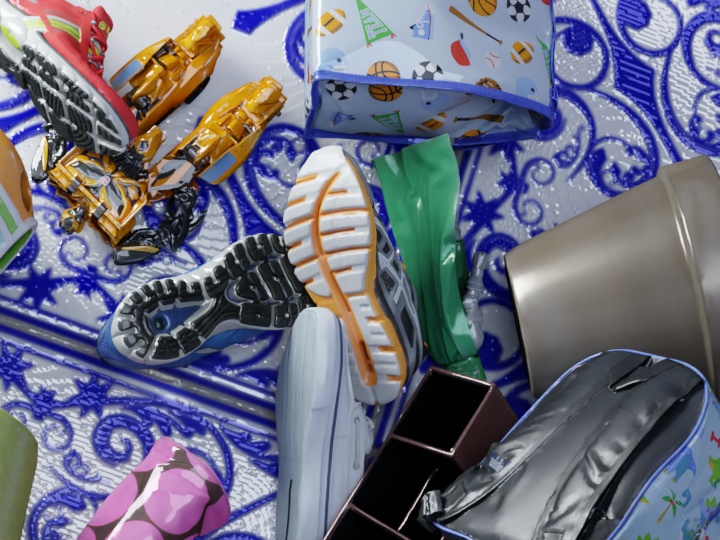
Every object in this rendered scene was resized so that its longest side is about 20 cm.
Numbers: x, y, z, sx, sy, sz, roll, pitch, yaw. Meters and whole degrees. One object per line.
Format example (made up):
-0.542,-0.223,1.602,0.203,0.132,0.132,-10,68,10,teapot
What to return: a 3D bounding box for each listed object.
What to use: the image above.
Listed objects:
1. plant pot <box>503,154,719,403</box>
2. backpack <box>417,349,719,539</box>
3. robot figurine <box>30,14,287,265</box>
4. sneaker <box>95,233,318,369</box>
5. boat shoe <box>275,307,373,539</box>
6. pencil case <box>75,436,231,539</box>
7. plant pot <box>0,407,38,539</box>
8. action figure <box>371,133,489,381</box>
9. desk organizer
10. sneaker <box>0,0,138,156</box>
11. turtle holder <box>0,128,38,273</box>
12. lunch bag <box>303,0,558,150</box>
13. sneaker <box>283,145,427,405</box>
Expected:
0.206,0.024,1.682,0.173,0.200,0.201,-11,78,2,plant pot
0.180,0.165,1.565,0.200,0.183,0.147,-48,123,-16,backpack
-0.160,-0.101,1.686,0.145,0.058,0.200,44,72,4,robot figurine
-0.119,0.027,1.655,0.199,0.089,0.079,-16,85,-36,sneaker
-0.024,0.127,1.649,0.066,0.073,0.201,3,99,-27,boat shoe
-0.176,0.224,1.591,0.091,0.094,0.200,23,66,42,pencil case
-0.317,0.186,1.528,0.200,0.200,0.185,20,61,-7,plant pot
0.066,0.000,1.699,0.054,0.118,0.201,-9,87,-26,action figure
0.045,0.178,1.633,0.200,0.072,0.077,-57,137,-21,desk organizer
-0.220,-0.169,1.654,0.085,0.077,0.200,-28,57,-24,sneaker
-0.324,-0.035,1.592,0.132,0.141,0.186,41,71,-1,turtle holder
0.056,-0.190,1.718,0.199,0.124,0.171,1,68,-5,lunch bag
0.000,0.000,1.672,0.077,0.078,0.201,-28,108,-55,sneaker
